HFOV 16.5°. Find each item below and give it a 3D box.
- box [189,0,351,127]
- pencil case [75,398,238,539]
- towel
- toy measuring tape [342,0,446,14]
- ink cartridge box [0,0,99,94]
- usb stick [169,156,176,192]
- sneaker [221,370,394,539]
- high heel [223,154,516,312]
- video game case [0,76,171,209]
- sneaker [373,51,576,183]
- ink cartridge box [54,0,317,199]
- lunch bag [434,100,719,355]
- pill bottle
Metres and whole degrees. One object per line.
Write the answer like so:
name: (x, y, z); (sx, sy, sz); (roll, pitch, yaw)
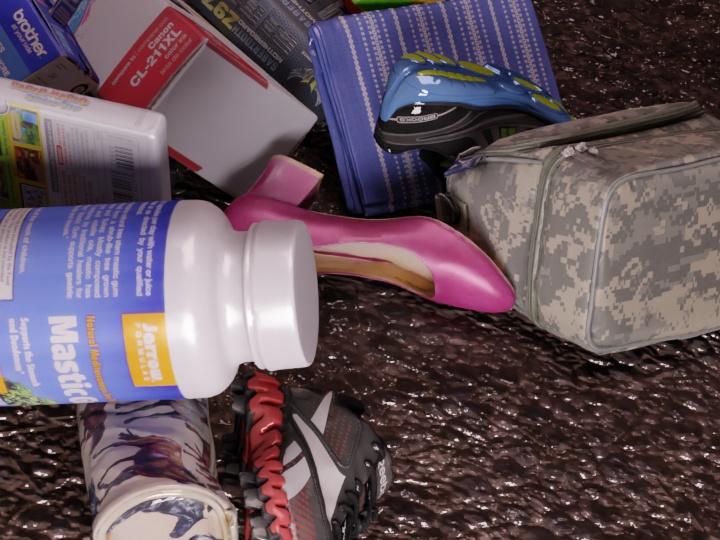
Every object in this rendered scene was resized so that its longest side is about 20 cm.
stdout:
box: (-0.056, -0.209, 1.853); (0.200, 0.051, 0.158); (43, 29, 3)
pencil case: (-0.118, 0.097, 1.440); (0.089, 0.078, 0.200); (-17, 36, 1)
towel: (0.059, -0.122, 1.793); (0.200, 0.024, 0.145); (-12, 85, -33)
toy measuring tape: (0.045, -0.201, 1.852); (0.200, 0.074, 0.074); (24, 18, -45)
ink cartridge box: (-0.249, -0.122, 1.585); (0.200, 0.136, 0.076); (-30, 86, 1)
usb stick: (-0.227, -0.076, 1.702); (0.199, 0.033, 0.055); (4, 26, -12)
sneaker: (-0.025, 0.131, 1.427); (0.098, 0.071, 0.201); (4, 33, -9)
high heel: (0.000, 0.000, 1.650); (0.200, 0.067, 0.096); (29, 60, 6)
video game case: (-0.200, -0.039, 1.496); (0.182, 0.200, 0.023); (13, 51, 9)
sneaker: (0.085, -0.099, 1.756); (0.199, 0.083, 0.071); (9, 28, -42)
ink cartridge box: (-0.147, -0.151, 1.732); (0.200, 0.083, 0.146); (43, 6, 37)
lunch bag: (0.173, -0.040, 1.694); (0.200, 0.140, 0.168); (-13, 25, -34)
pill bottle: (-0.128, 0.018, 1.388); (0.199, 0.112, 0.112); (-3, 33, 9)
